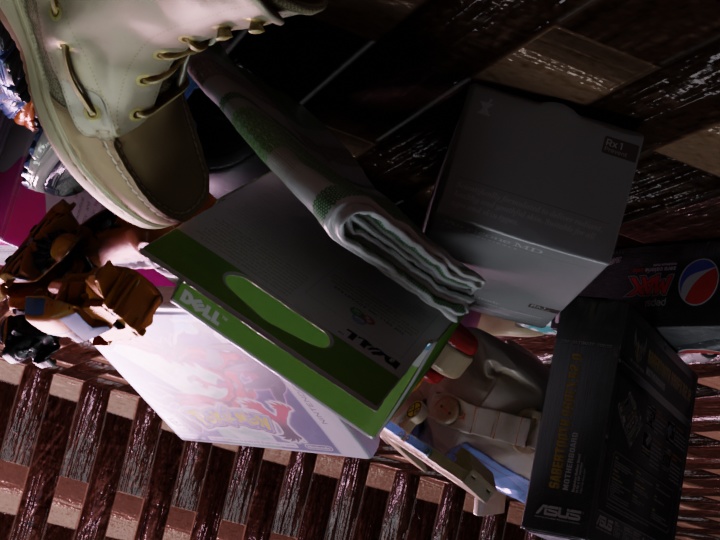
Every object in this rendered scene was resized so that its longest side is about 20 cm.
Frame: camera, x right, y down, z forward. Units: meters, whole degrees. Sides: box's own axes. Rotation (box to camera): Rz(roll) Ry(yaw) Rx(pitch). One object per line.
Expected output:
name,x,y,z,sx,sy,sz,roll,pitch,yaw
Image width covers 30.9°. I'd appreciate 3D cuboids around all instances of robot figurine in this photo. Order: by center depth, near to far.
robot figurine,-0.170,-0.006,0.834,0.199,0.145,0.058,-4,135,52

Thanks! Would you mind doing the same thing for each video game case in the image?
video game case,-0.107,0.076,0.975,0.199,0.023,0.183,0,140,36

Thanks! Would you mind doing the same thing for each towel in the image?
towel,-0.024,-0.064,0.709,0.200,0.031,0.149,49,-171,35

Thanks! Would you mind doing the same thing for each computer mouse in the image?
computer mouse,-0.110,-0.070,0.896,0.199,0.046,0.140,15,170,29

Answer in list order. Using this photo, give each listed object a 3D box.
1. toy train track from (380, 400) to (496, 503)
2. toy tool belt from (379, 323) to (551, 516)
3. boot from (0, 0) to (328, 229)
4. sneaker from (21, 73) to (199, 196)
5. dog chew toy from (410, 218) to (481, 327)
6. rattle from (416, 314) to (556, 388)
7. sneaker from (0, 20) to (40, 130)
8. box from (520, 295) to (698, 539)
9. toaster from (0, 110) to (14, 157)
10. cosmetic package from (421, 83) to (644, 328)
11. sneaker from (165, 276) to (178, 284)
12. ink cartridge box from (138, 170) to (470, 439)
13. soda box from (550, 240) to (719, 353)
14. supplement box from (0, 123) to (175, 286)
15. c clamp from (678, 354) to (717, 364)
toy train track,0.030,0.093,0.817,0.115,0.033,0.200,44,171,-27
toy tool belt,0.076,0.111,0.923,0.199,0.123,0.125,29,-168,-45
boot,-0.079,-0.104,0.591,0.154,0.073,0.201,1,127,32
sneaker,-0.149,-0.082,0.789,0.085,0.078,0.200,28,157,-11
dog chew toy,0.000,0.000,0.969,0.199,0.125,0.124,33,158,-36
rattle,0.103,0.077,1.095,0.198,0.144,0.130,10,175,25
sneaker,-0.213,-0.132,0.735,0.078,0.076,0.200,19,164,-8
box,0.181,0.122,0.915,0.048,0.160,0.200,4,164,29
toaster,-0.304,-0.083,0.896,0.113,0.130,0.200,17,166,-20
cosmetic package,0.094,-0.032,0.804,0.106,0.091,0.200,16,169,3
sneaker,-0.129,-0.026,0.986,0.099,0.076,0.200,13,-174,13
ink cartridge box,-0.036,0.027,0.722,0.147,0.076,0.200,34,-157,7
soda box,0.234,0.021,0.931,0.070,0.064,0.199,23,164,-35
supplement box,-0.225,-0.039,1.057,0.103,0.102,0.199,3,162,40
c clamp,0.273,0.078,1.201,0.169,0.027,0.200,16,166,-10
